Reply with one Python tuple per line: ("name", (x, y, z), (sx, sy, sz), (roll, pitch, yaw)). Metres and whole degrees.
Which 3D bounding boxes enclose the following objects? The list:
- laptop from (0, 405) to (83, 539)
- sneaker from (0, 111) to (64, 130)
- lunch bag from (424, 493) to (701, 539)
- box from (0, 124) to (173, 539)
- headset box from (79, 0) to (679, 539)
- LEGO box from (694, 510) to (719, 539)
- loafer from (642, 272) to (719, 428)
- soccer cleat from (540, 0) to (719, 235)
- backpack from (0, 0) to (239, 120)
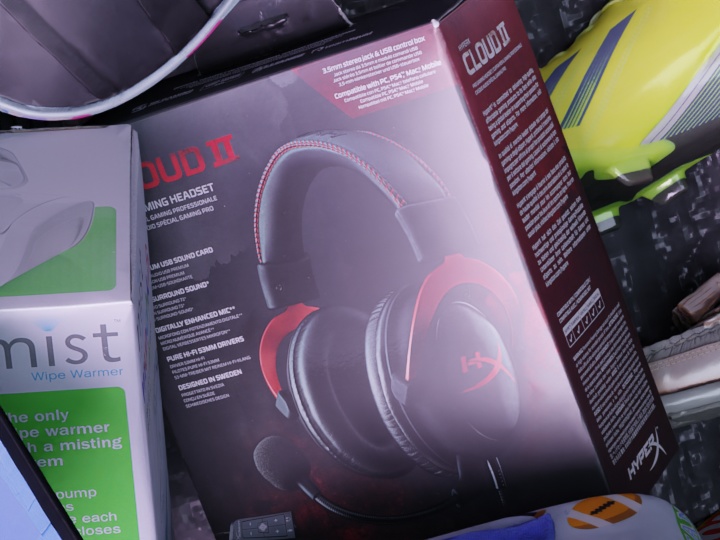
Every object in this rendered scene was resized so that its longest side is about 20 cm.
("laptop", (-0.195, 0.077, 0.837), (0.200, 0.103, 0.177), (28, 120, -23))
("sneaker", (-0.197, -0.017, 0.999), (0.199, 0.074, 0.089), (-7, 116, -8))
("lunch bag", (0.027, 0.156, 0.927), (0.199, 0.076, 0.161), (-17, 114, 6))
("box", (-0.163, 0.051, 0.946), (0.199, 0.097, 0.177), (-2, 129, -2))
("headset box", (0.000, 0.000, 1.000), (0.148, 0.075, 0.201), (-15, 103, 25))
("LEGO box", (0.198, 0.112, 1.048), (0.200, 0.149, 0.077), (-29, 102, -7))
("loafer", (0.172, 0.008, 1.078), (0.199, 0.072, 0.063), (-14, 84, -15))
("soccer cleat", (0.099, -0.070, 1.059), (0.200, 0.065, 0.084), (-22, 72, -3))
("backpack", (-0.122, -0.148, 0.945), (0.200, 0.151, 0.178), (38, 83, -16))
